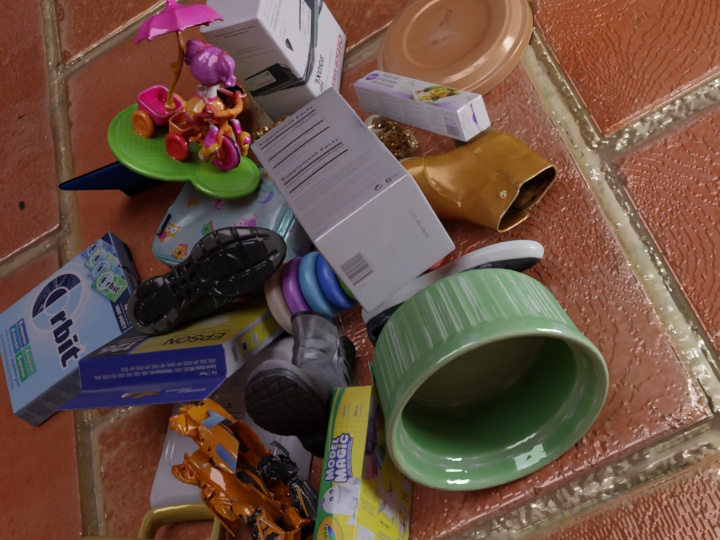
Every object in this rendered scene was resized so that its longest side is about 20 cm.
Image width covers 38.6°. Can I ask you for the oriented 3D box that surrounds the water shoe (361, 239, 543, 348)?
[{"bbox_3d":[0.101,0.033,1.042,0.200,0.071,0.079,-23,77,19],"label":"water shoe"}]

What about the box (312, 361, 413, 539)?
[{"bbox_3d":[0.007,0.196,0.951,0.048,0.117,0.201,-5,59,25],"label":"box"}]

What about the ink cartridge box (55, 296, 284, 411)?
[{"bbox_3d":[-0.201,0.087,1.118,0.197,0.047,0.200,-8,13,26],"label":"ink cartridge box"}]

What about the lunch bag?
[{"bbox_3d":[-0.147,-0.056,1.229,0.200,0.077,0.161,12,68,36],"label":"lunch bag"}]

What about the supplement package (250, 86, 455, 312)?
[{"bbox_3d":[-0.012,-0.075,1.027,0.109,0.114,0.200,-36,40,1],"label":"supplement package"}]

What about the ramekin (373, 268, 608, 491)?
[{"bbox_3d":[0.107,0.093,0.907,0.200,0.200,0.098,-32,42,10],"label":"ramekin"}]

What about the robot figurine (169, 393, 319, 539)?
[{"bbox_3d":[-0.105,0.216,0.987,0.058,0.145,0.200,-27,48,-34],"label":"robot figurine"}]

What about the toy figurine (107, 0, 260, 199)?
[{"bbox_3d":[-0.186,-0.202,1.143,0.200,0.184,0.150,36,47,20],"label":"toy figurine"}]

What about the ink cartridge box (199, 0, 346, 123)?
[{"bbox_3d":[-0.100,-0.290,1.267,0.084,0.200,0.145,-8,58,24],"label":"ink cartridge box"}]

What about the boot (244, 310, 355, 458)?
[{"bbox_3d":[-0.058,0.095,1.000,0.070,0.200,0.132,-13,59,13],"label":"boot"}]

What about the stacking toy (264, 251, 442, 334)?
[{"bbox_3d":[0.000,0.000,1.091,0.200,0.085,0.086,-21,53,23],"label":"stacking toy"}]

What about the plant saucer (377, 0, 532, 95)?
[{"bbox_3d":[0.109,-0.283,1.245,0.200,0.032,0.201,-15,54,22],"label":"plant saucer"}]

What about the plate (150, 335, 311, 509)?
[{"bbox_3d":[-0.137,0.160,1.118,0.199,0.032,0.201,-8,58,28],"label":"plate"}]

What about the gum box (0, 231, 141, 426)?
[{"bbox_3d":[-0.364,0.071,1.303,0.200,0.045,0.170,-35,49,7],"label":"gum box"}]

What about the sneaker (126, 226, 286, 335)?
[{"bbox_3d":[-0.162,0.005,1.119,0.200,0.079,0.076,-24,87,21],"label":"sneaker"}]

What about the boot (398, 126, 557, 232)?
[{"bbox_3d":[0.098,-0.073,1.092,0.201,0.071,0.144,-41,45,-4],"label":"boot"}]

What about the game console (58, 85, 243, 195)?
[{"bbox_3d":[-0.270,-0.172,1.331,0.200,0.118,0.171,-13,56,35],"label":"game console"}]

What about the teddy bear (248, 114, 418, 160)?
[{"bbox_3d":[-0.034,-0.156,1.203,0.200,0.145,0.067,20,116,43],"label":"teddy bear"}]

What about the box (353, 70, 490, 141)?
[{"bbox_3d":[0.066,-0.189,1.163,0.039,0.042,0.200,-34,33,-21],"label":"box"}]

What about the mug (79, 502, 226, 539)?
[{"bbox_3d":[-0.193,0.308,0.991,0.153,0.149,0.187,-10,65,17],"label":"mug"}]
